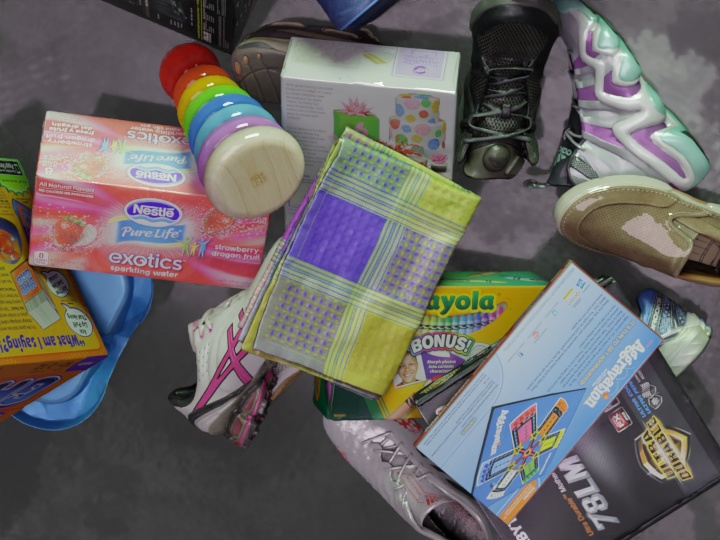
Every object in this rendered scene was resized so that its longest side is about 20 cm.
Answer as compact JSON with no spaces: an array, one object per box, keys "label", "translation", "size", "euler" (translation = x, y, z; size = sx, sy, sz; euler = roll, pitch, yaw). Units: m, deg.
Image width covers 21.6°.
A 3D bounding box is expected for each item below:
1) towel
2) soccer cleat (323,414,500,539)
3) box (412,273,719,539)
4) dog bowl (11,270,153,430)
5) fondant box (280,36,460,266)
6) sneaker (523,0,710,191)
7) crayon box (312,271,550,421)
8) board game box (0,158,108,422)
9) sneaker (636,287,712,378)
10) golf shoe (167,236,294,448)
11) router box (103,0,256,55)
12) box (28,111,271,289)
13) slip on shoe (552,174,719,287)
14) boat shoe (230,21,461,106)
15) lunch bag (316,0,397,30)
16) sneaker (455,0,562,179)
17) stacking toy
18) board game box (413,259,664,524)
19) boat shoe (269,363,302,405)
[{"label":"towel","translation":[0.000,0.000,1.551],"size":[0.143,0.023,0.200],"euler":[26,95,-20]},{"label":"soccer cleat","translation":[0.048,0.186,1.676],"size":[0.200,0.085,0.069],"euler":[43,102,-2]},{"label":"box","translation":[0.178,0.138,1.590],"size":[0.198,0.050,0.200],"euler":[-32,95,0]},{"label":"dog bowl","translation":[-0.257,0.047,1.706],"size":[0.111,0.050,0.200],"euler":[29,103,1]},{"label":"fondant box","translation":[0.008,-0.096,1.595],"size":[0.144,0.058,0.200],"euler":[6,135,6]},{"label":"sneaker","translation":[0.188,-0.123,1.607],"size":[0.140,0.078,0.200],"euler":[-36,94,11]},{"label":"crayon box","translation":[0.063,0.063,1.629],"size":[0.200,0.058,0.119],"euler":[0,103,-17]},{"label":"board game box","translation":[-0.378,0.035,1.604],"size":[0.200,0.200,0.200],"euler":[-30,79,20]},{"label":"sneaker","translation":[0.210,0.096,1.653],"size":[0.085,0.077,0.200],"euler":[44,93,2]},{"label":"golf shoe","translation":[-0.102,0.055,1.605],"size":[0.092,0.073,0.200],"euler":[23,112,2]},{"label":"router box","translation":[-0.162,-0.266,1.562],"size":[0.150,0.200,0.062],"euler":[22,75,1]},{"label":"box","translation":[-0.178,-0.060,1.616],"size":[0.200,0.095,0.103],"euler":[7,129,-8]},{"label":"slip on shoe","translation":[0.261,-0.025,1.591],"size":[0.200,0.061,0.076],"euler":[14,128,-18]},{"label":"boat shoe","translation":[-0.008,-0.179,1.614],"size":[0.200,0.073,0.075],"euler":[12,136,6]},{"label":"lunch bag","translation":[0.002,-0.286,1.536],"size":[0.136,0.200,0.132],"euler":[-37,92,9]},{"label":"sneaker","translation":[0.121,-0.145,1.537],"size":[0.076,0.199,0.114],"euler":[3,67,-4]},{"label":"stacking toy","translation":[-0.120,-0.130,1.579],"size":[0.085,0.200,0.085],"euler":[-15,132,-18]},{"label":"board game box","translation":[0.146,0.100,1.552],"size":[0.103,0.019,0.200],"euler":[40,91,-2]},{"label":"boat shoe","translation":[-0.070,0.057,1.674],"size":[0.069,0.071,0.200],"euler":[42,103,-4]}]
